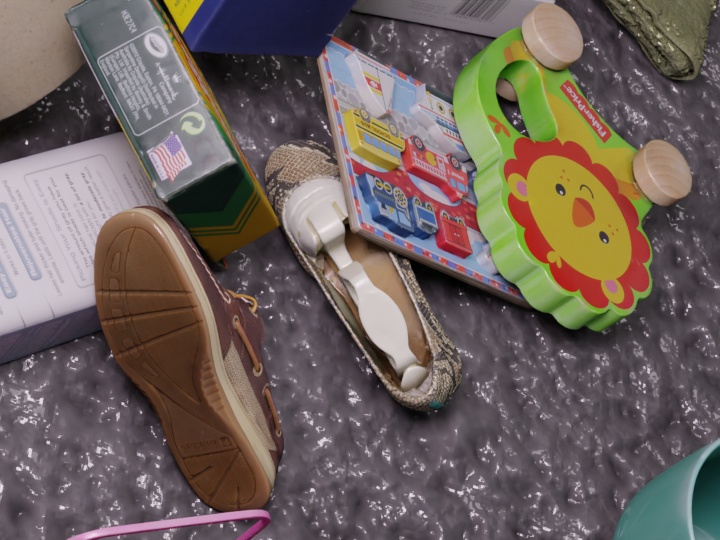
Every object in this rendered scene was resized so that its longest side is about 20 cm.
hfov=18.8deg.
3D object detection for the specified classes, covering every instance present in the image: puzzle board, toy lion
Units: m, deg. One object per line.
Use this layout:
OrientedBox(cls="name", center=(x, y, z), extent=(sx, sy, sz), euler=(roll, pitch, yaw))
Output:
OrientedBox(cls="puzzle board", center=(0.048, -0.067, 1.443), extent=(0.200, 0.017, 0.152), euler=(23, 48, -48))
OrientedBox(cls="toy lion", center=(0.134, -0.062, 1.496), extent=(0.200, 0.069, 0.192), euler=(51, 42, -4))

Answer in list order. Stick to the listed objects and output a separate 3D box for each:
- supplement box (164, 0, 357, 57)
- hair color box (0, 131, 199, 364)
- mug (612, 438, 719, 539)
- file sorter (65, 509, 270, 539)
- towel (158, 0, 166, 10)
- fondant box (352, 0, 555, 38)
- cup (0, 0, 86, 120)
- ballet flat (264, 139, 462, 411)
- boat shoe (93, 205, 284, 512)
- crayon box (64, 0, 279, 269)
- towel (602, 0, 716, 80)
OrientedBox(cls="supplement box", center=(-0.080, -0.246, 1.371), extent=(0.109, 0.109, 0.201), euler=(-3, 55, -42))
OrientedBox(cls="hair color box", center=(-0.199, -0.007, 1.268), extent=(0.199, 0.061, 0.099), euler=(-19, 76, -40))
OrientedBox(cls="mug", center=(0.235, 0.208, 1.395), extent=(0.151, 0.114, 0.186), euler=(22, 55, -22))
OrientedBox(cls="file sorter", center=(-0.097, 0.240, 1.150), extent=(0.138, 0.125, 0.201), euler=(-3, 66, -34))
OrientedBox(cls="towel", center=(-0.197, -0.243, 1.392), extent=(0.200, 0.049, 0.112), euler=(47, 27, -2))
OrientedBox(cls="fondant box", center=(0.052, -0.275, 1.590), extent=(0.144, 0.058, 0.201), euler=(6, 60, -31))
OrientedBox(cls="cup", center=(-0.232, -0.170, 1.275), extent=(0.144, 0.199, 0.201), euler=(59, 44, -25))
OrientedBox(cls="ballet flat", center=(0.000, 0.000, 1.381), extent=(0.201, 0.068, 0.075), euler=(59, 8, 6))
OrientedBox(cls="boat shoe", center=(-0.092, 0.043, 1.272), extent=(0.201, 0.072, 0.072), euler=(66, 33, -23))
OrientedBox(cls="crayon box", center=(-0.105, -0.083, 1.291), extent=(0.051, 0.200, 0.127), euler=(-28, 78, 0))
OrientedBox(cls="towel", center=(0.205, -0.253, 1.666), extent=(0.200, 0.036, 0.149), euler=(44, 44, -24))
